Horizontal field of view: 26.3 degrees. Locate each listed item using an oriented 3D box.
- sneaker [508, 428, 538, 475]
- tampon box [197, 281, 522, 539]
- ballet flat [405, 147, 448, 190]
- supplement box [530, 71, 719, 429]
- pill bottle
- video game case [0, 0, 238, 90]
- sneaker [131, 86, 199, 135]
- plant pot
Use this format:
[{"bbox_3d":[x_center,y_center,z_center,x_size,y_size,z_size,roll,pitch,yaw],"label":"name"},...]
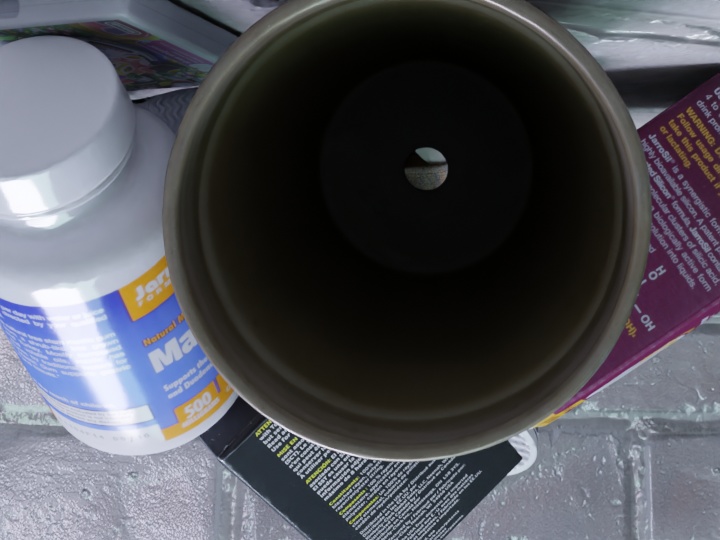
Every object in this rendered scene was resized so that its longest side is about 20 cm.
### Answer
[{"bbox_3d":[0.083,0.069,1.217,0.078,0.200,0.080,-15,-145,17],"label":"sneaker"},{"bbox_3d":[-0.027,0.069,0.893,0.150,0.126,0.200,40,172,42],"label":"tampon box"},{"bbox_3d":[0.025,-0.075,0.834,0.199,0.068,0.067,-5,150,38],"label":"ballet flat"},{"bbox_3d":[0.150,-0.006,0.858,0.200,0.103,0.131,-35,169,7],"label":"supplement box"},{"bbox_3d":[-0.123,-0.009,0.720,0.111,0.112,0.200,0,143,11],"label":"pill bottle"},{"bbox_3d":[-0.164,-0.105,0.739,0.199,0.018,0.143,-1,175,21],"label":"video game case"},{"bbox_3d":[-0.116,-0.065,0.844,0.199,0.076,0.115,-1,-170,-5],"label":"sneaker"},{"bbox_3d":[0.025,-0.037,0.699,0.199,0.201,0.174,0,-167,6],"label":"plant pot"}]
